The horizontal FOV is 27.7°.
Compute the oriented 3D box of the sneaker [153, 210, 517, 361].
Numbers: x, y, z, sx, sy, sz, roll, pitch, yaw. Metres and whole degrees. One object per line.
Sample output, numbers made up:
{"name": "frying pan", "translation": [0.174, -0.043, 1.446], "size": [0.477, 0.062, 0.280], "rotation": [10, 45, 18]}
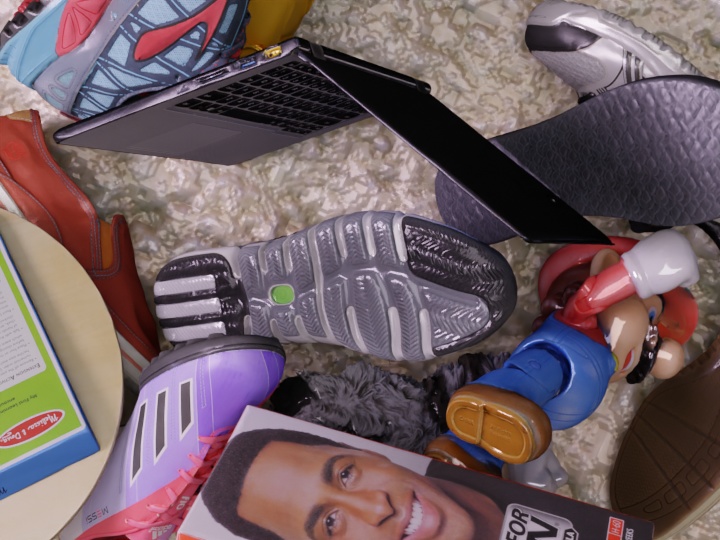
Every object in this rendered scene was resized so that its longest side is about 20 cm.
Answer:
{"name": "sneaker", "translation": [0.000, 0.000, 0.769], "size": [0.200, 0.115, 0.075], "rotation": [-1, 100, 26]}

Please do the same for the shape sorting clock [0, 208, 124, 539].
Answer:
{"name": "shape sorting clock", "translation": [-0.218, 0.060, 0.727], "size": [0.200, 0.039, 0.200], "rotation": [0, 73, -1]}

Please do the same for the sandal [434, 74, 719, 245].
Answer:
{"name": "sandal", "translation": [0.129, -0.059, 0.769], "size": [0.200, 0.043, 0.076], "rotation": [-5, 100, 39]}

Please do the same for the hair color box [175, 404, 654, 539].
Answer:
{"name": "hair color box", "translation": [0.025, 0.136, 0.654], "size": [0.200, 0.102, 0.061], "rotation": [15, 121, 7]}

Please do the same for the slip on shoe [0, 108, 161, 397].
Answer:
{"name": "slip on shoe", "translation": [-0.147, -0.003, 0.797], "size": [0.061, 0.074, 0.200], "rotation": [-36, 91, -15]}

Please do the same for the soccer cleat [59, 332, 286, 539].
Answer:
{"name": "soccer cleat", "translation": [-0.097, 0.099, 0.747], "size": [0.068, 0.200, 0.073], "rotation": [12, 53, -36]}

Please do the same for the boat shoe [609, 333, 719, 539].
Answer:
{"name": "boat shoe", "translation": [0.214, 0.071, 0.801], "size": [0.065, 0.072, 0.200], "rotation": [18, 111, -40]}

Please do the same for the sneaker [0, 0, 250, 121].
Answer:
{"name": "sneaker", "translation": [-0.078, -0.132, 0.687], "size": [0.200, 0.079, 0.096], "rotation": [-28, 117, 34]}

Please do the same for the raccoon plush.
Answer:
{"name": "raccoon plush", "translation": [-0.001, 0.110, 0.812], "size": [0.200, 0.134, 0.097], "rotation": [-2, 74, -33]}

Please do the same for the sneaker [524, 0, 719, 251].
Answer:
{"name": "sneaker", "translation": [0.162, -0.067, 0.798], "size": [0.200, 0.076, 0.088], "rotation": [37, 94, 1]}

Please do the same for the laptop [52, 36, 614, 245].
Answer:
{"name": "laptop", "translation": [-0.004, -0.039, 0.705], "size": [0.200, 0.187, 0.116], "rotation": [-17, 84, 20]}

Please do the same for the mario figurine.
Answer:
{"name": "mario figurine", "translation": [0.122, 0.053, 0.751], "size": [0.200, 0.123, 0.106], "rotation": [-41, 105, -43]}

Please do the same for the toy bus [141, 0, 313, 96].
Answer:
{"name": "toy bus", "translation": [-0.114, -0.170, 0.774], "size": [0.200, 0.136, 0.192], "rotation": [21, 107, 0]}
